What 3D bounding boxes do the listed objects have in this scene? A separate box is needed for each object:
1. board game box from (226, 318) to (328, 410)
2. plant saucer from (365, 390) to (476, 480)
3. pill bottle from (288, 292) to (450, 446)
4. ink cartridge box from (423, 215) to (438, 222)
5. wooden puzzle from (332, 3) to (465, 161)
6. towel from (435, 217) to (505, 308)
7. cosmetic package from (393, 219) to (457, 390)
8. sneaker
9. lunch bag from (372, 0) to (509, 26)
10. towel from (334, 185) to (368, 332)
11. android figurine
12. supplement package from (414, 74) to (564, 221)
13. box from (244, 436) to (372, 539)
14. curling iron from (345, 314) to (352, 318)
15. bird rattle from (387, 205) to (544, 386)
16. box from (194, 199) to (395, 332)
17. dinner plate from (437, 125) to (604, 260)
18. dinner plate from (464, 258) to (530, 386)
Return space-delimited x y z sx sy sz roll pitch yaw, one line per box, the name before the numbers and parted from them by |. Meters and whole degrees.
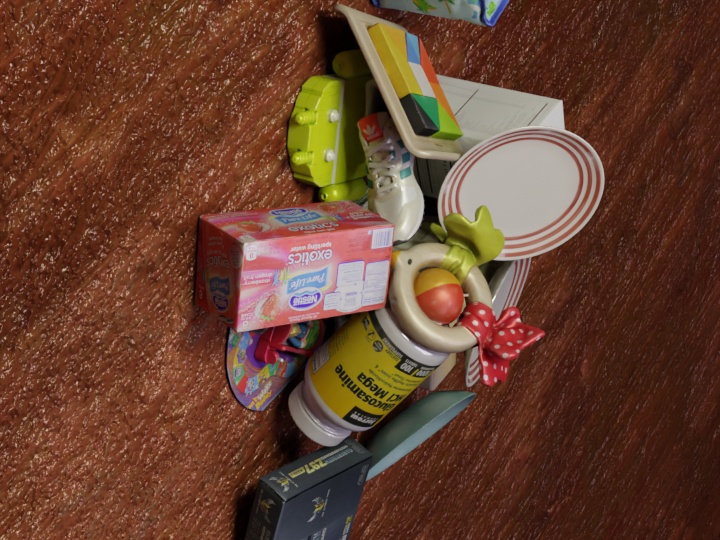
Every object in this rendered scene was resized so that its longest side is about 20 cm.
board game box | -0.079 0.075 1.660 0.200 0.039 0.159 -45 139 -39
plant saucer | 0.066 0.212 1.901 0.200 0.039 0.201 -36 169 -8
pill bottle | 0.007 0.114 1.651 0.200 0.113 0.112 -46 162 29
ink cartridge box | 0.124 0.027 1.922 0.200 0.067 0.117 56 44 -52
wooden puzzle | 0.058 -0.211 1.600 0.201 0.037 0.185 61 20 9
towel | 0.148 -0.038 1.845 0.200 0.036 0.150 -47 135 -53
cosmetic package | 0.064 0.038 1.762 0.071 0.104 0.202 -42 141 -46
sneaker | 0.024 -0.125 1.596 0.093 0.070 0.202 41 45 -47
lunch bag | 0.109 -0.396 1.611 0.201 0.169 0.128 -59 147 -21
towel | 0.000 0.000 1.764 0.149 0.030 0.202 -44 142 -43
android figurine | -0.021 -0.165 1.641 0.199 0.041 0.184 -18 120 -56
supplement package | 0.141 -0.155 1.750 0.114 0.198 0.110 -47 140 -37
box | -0.072 0.313 1.722 0.157 0.051 0.202 -19 134 -45
curling iron | -0.025 0.046 1.687 0.050 0.025 0.201 -59 143 -28
bird rattle | 0.103 0.037 1.597 0.162 0.112 0.202 -6 77 -29
box | -0.070 -0.007 1.527 0.198 0.094 0.104 -9 114 -36
dinner plate | 0.185 -0.092 1.648 0.024 0.198 0.201 -101 174 -45
dinner plate | 0.174 0.057 1.859 0.201 0.024 0.201 -60 164 -29
